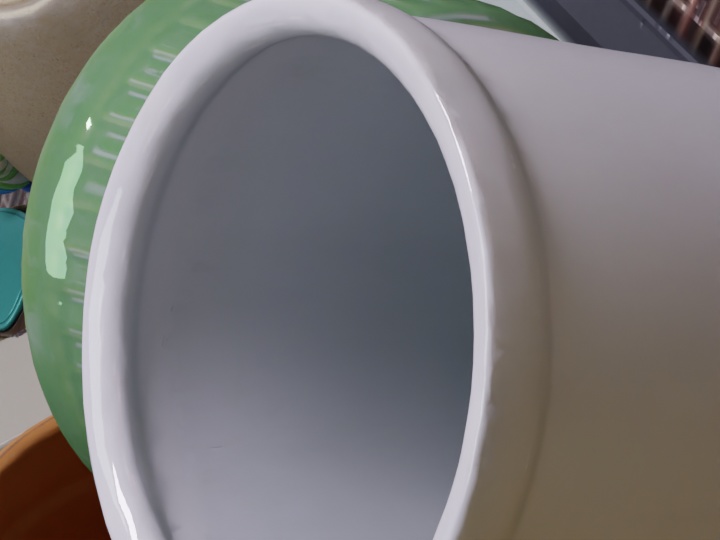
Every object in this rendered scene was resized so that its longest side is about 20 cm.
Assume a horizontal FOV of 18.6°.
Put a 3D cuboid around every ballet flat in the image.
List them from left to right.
[{"bbox_3d":[-0.139,0.014,1.065,0.200,0.065,0.071,23,88,60],"label":"ballet flat"}]

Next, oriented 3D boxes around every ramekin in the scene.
[{"bbox_3d":[0.000,0.000,0.709,0.097,0.199,0.202,16,100,51],"label":"ramekin"}]

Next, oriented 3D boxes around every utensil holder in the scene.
[{"bbox_3d":[0.053,0.020,0.587,0.169,0.199,0.172,-3,86,52],"label":"utensil holder"}]

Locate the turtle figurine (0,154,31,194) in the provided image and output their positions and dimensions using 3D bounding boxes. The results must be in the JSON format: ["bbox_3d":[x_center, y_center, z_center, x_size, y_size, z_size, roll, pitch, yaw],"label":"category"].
[{"bbox_3d":[-0.156,-0.118,1.010,0.194,0.200,0.144,-38,18,25],"label":"turtle figurine"}]

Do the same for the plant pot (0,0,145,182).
[{"bbox_3d":[-0.096,-0.123,0.856,0.199,0.134,0.202,-6,76,26],"label":"plant pot"}]

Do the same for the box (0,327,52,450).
[{"bbox_3d":[-0.135,0.077,0.919,0.068,0.199,0.083,50,164,50],"label":"box"}]

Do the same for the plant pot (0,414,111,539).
[{"bbox_3d":[-0.058,0.161,0.807,0.141,0.198,0.201,101,153,-44],"label":"plant pot"}]
